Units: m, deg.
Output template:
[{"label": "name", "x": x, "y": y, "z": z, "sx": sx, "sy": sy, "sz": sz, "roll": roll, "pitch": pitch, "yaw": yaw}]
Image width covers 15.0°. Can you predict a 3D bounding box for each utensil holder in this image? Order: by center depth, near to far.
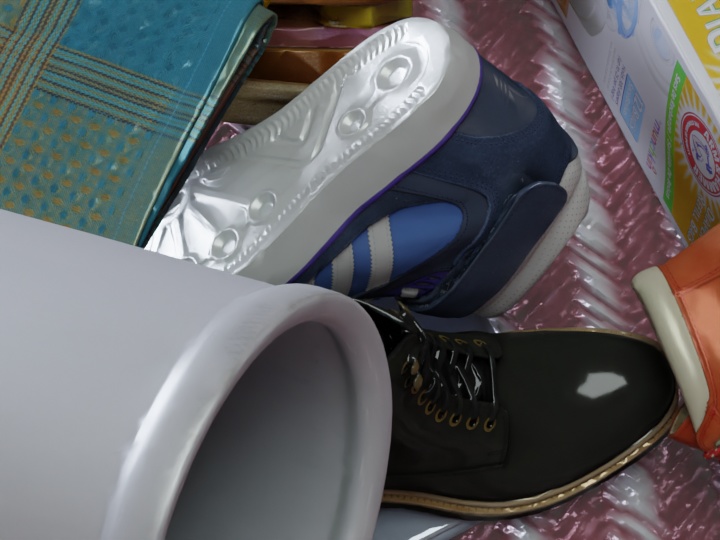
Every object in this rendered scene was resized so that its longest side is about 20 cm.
[{"label": "utensil holder", "x": -0.114, "y": 0.065, "z": 0.918, "sx": 0.199, "sy": 0.170, "sz": 0.171, "roll": 16, "pitch": 62, "yaw": 24}]

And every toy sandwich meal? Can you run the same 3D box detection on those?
[{"label": "toy sandwich meal", "x": -0.074, "y": -0.106, "z": 1.137, "sx": 0.204, "sy": 0.205, "sz": 0.071, "roll": 9, "pitch": 98, "yaw": 3}]

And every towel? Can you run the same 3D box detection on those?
[{"label": "towel", "x": -0.148, "y": -0.075, "z": 1.044, "sx": 0.199, "sy": 0.022, "sz": 0.147, "roll": 22, "pitch": 69, "yaw": 18}]

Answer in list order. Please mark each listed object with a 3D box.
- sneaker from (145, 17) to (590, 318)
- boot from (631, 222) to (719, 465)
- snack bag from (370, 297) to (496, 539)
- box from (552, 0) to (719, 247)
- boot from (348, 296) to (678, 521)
[{"label": "sneaker", "x": 0.000, "y": 0.000, "z": 1.099, "sx": 0.200, "sy": 0.146, "sz": 0.081, "roll": -37, "pitch": 44, "yaw": 11}, {"label": "boot", "x": 0.183, "y": 0.070, "z": 1.096, "sx": 0.107, "sy": 0.075, "sz": 0.201, "roll": -24, "pitch": 90, "yaw": 0}, {"label": "snack bag", "x": -0.029, "y": 0.046, "z": 1.146, "sx": 0.188, "sy": 0.021, "sz": 0.201, "roll": -27, "pitch": 71, "yaw": -15}, {"label": "box", "x": 0.160, "y": -0.109, "z": 1.182, "sx": 0.101, "sy": 0.113, "sz": 0.201, "roll": -20, "pitch": 66, "yaw": -12}, {"label": "boot", "x": 0.037, "y": 0.045, "z": 1.064, "sx": 0.199, "sy": 0.138, "sz": 0.078, "roll": -12, "pitch": 69, "yaw": -10}]
